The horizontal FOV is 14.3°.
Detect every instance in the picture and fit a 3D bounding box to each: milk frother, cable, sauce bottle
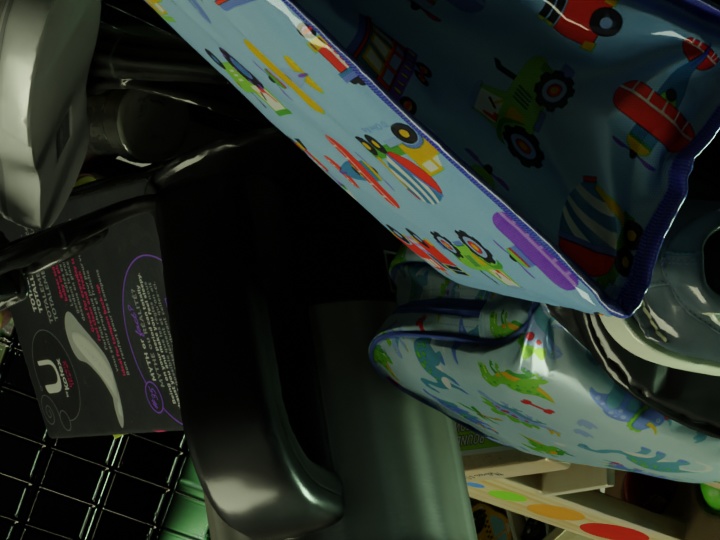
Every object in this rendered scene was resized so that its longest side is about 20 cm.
[{"bbox_3d":[-0.070,0.053,1.199,0.200,0.189,0.180,-23,158,33],"label":"milk frother"},{"bbox_3d":[-0.112,-0.103,1.255,0.199,0.050,0.097,1,148,35],"label":"cable"},{"bbox_3d":[-0.151,-0.080,1.399,0.066,0.066,0.200,23,170,-36],"label":"sauce bottle"}]

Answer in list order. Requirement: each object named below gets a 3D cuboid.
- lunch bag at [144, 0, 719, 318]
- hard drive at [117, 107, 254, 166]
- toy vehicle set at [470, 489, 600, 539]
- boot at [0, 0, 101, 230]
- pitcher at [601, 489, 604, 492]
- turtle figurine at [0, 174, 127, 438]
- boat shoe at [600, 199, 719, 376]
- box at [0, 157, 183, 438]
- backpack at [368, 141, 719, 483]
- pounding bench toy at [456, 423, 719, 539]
[{"bbox_3d":[-0.007,-0.077,0.820,0.200,0.094,0.151,31,175,-15],"label":"lunch bag"},{"bbox_3d":[-0.055,-0.054,1.510,0.199,0.025,0.132,19,175,12],"label":"hard drive"},{"bbox_3d":[0.059,0.089,1.468,0.026,0.124,0.201,22,-143,-32],"label":"toy vehicle set"},{"bbox_3d":[-0.165,-0.083,1.197,0.095,0.074,0.200,24,155,3],"label":"boot"},{"bbox_3d":[0.198,0.074,1.505,0.199,0.122,0.172,5,148,30],"label":"pitcher"},{"bbox_3d":[-0.147,-0.002,1.514,0.161,0.064,0.200,49,-149,-12],"label":"turtle figurine"},{"bbox_3d":[0.176,0.008,0.973,0.199,0.075,0.062,12,169,-27],"label":"boat shoe"},{"bbox_3d":[-0.085,0.008,1.387,0.106,0.123,0.200,-19,-175,-30],"label":"box"},{"bbox_3d":[0.090,0.010,1.091,0.163,0.154,0.200,24,-173,-30],"label":"backpack"},{"bbox_3d":[0.139,0.050,1.277,0.156,0.125,0.200,22,160,-29],"label":"pounding bench toy"}]
